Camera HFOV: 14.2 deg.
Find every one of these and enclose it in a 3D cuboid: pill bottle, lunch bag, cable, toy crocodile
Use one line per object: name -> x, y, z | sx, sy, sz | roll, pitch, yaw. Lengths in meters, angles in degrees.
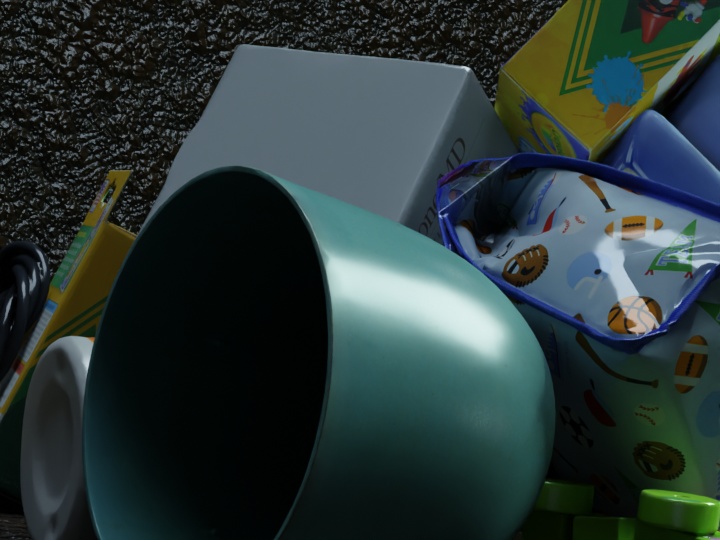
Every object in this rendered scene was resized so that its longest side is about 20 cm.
pill bottle -> -0.063, 0.095, 1.469 | 0.199, 0.115, 0.114 | 4, 1, -23
lunch bag -> 0.124, 0.042, 1.444 | 0.124, 0.170, 0.200 | -36, 36, -20
cable -> -0.247, 0.057, 1.770 | 0.051, 0.164, 0.200 | 29, -12, -9
toy crocodile -> 0.127, 0.135, 1.367 | 0.062, 0.068, 0.200 | 5, 0, -42

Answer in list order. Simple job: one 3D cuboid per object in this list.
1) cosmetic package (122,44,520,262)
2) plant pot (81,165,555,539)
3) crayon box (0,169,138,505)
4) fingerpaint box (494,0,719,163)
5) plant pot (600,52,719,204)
cosmetic package -> 0.000, 0.000, 1.661 | 0.166, 0.168, 0.200 | 9, -30, 33
plant pot -> -0.009, 0.067, 1.331 | 0.161, 0.201, 0.200 | 13, -4, -35
crayon box -> -0.169, 0.039, 1.718 | 0.051, 0.200, 0.126 | 28, -3, -10
fingerpaint box -> 0.154, -0.122, 1.645 | 0.073, 0.167, 0.200 | 43, -8, 9
plant pot -> 0.214, 0.001, 1.612 | 0.180, 0.200, 0.200 | -31, -17, -42
